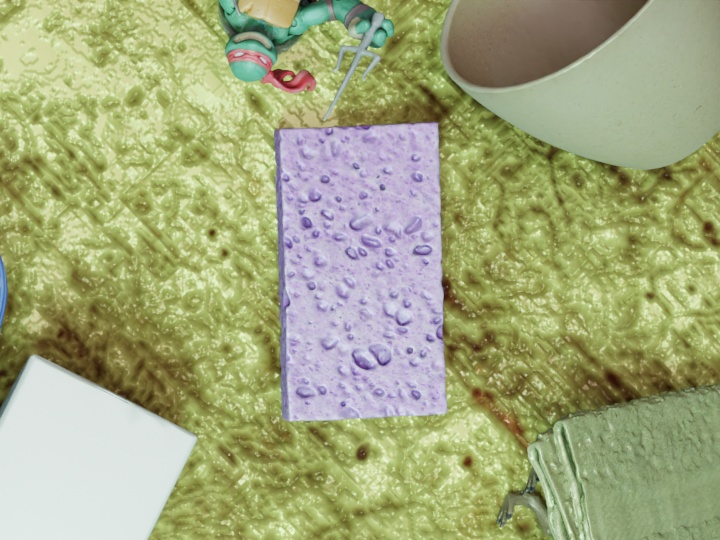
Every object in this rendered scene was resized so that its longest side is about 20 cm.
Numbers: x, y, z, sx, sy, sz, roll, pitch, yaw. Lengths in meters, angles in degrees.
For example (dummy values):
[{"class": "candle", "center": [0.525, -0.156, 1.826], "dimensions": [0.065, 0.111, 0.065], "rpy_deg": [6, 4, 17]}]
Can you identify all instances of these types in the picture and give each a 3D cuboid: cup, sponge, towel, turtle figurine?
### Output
[{"class": "cup", "center": [0.175, -0.151, 1.739], "dimensions": [0.200, 0.200, 0.143], "rpy_deg": [-50, 122, -8]}, {"class": "sponge", "center": [0.000, 0.000, 1.768], "dimensions": [0.111, 0.030, 0.201], "rpy_deg": [-1, 88, -10]}, {"class": "towel", "center": [0.205, 0.155, 1.760], "dimensions": [0.200, 0.036, 0.149], "rpy_deg": [-12, 86, -37]}, {"class": "turtle figurine", "center": [-0.055, -0.199, 1.731], "dimensions": [0.149, 0.101, 0.201], "rpy_deg": [20, 69, -23]}]

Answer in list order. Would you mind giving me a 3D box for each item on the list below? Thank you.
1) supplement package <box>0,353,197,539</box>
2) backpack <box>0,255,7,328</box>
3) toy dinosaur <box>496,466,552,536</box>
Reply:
[{"class": "supplement package", "center": [-0.205, 0.169, 1.679], "dimensions": [0.121, 0.120, 0.200], "rpy_deg": [28, 84, -7]}, {"class": "backpack", "center": [-0.318, 0.042, 1.651], "dimensions": [0.183, 0.147, 0.201], "rpy_deg": [23, 82, -11]}, {"class": "toy dinosaur", "center": [0.151, 0.171, 1.782], "dimensions": [0.101, 0.058, 0.200], "rpy_deg": [23, 65, -15]}]
